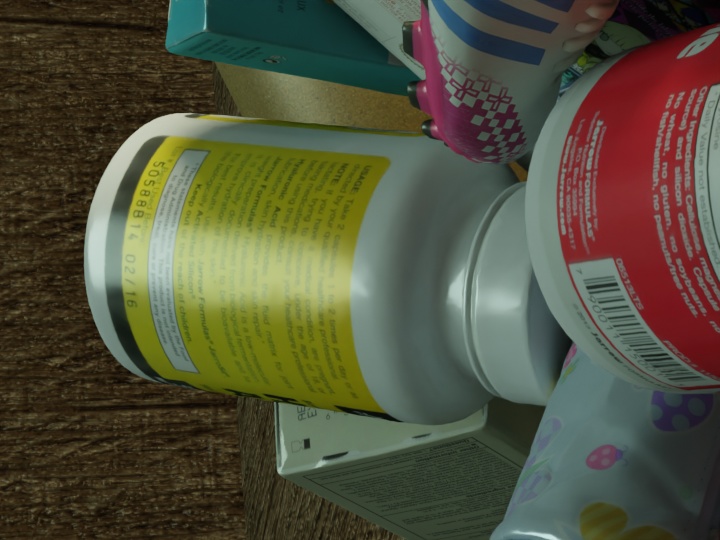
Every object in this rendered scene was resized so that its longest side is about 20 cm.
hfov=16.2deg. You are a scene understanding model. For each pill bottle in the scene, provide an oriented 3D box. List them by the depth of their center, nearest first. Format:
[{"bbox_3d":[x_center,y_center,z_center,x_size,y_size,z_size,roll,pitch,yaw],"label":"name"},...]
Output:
[{"bbox_3d":[0.142,-0.024,0.720,0.200,0.111,0.113,-10,81,61],"label":"pill bottle"},{"bbox_3d":[0.000,0.000,0.978,0.111,0.199,0.112,-13,-74,-54],"label":"pill bottle"}]

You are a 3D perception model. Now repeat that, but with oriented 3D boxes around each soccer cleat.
[{"bbox_3d":[0.055,-0.088,0.773,0.200,0.086,0.070,68,-151,-62],"label":"soccer cleat"}]

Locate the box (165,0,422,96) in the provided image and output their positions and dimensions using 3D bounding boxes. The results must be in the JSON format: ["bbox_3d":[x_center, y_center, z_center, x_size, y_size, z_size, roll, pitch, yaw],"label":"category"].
[{"bbox_3d":[0.027,-0.112,0.992,0.049,0.198,0.083,170,106,-67],"label":"box"}]

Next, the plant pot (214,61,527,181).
[{"bbox_3d":[0.019,-0.087,1.166,0.186,0.185,0.202,127,130,-75],"label":"plant pot"}]

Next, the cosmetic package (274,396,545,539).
[{"bbox_3d":[0.055,0.073,1.108,0.200,0.103,0.074,34,-132,-55],"label":"cosmetic package"}]

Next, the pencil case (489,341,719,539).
[{"bbox_3d":[0.112,0.038,0.889,0.091,0.083,0.201,-28,33,54],"label":"pencil case"}]

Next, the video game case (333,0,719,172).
[{"bbox_3d":[0.043,-0.115,0.874,0.036,0.200,0.181,-55,15,-20],"label":"video game case"}]
